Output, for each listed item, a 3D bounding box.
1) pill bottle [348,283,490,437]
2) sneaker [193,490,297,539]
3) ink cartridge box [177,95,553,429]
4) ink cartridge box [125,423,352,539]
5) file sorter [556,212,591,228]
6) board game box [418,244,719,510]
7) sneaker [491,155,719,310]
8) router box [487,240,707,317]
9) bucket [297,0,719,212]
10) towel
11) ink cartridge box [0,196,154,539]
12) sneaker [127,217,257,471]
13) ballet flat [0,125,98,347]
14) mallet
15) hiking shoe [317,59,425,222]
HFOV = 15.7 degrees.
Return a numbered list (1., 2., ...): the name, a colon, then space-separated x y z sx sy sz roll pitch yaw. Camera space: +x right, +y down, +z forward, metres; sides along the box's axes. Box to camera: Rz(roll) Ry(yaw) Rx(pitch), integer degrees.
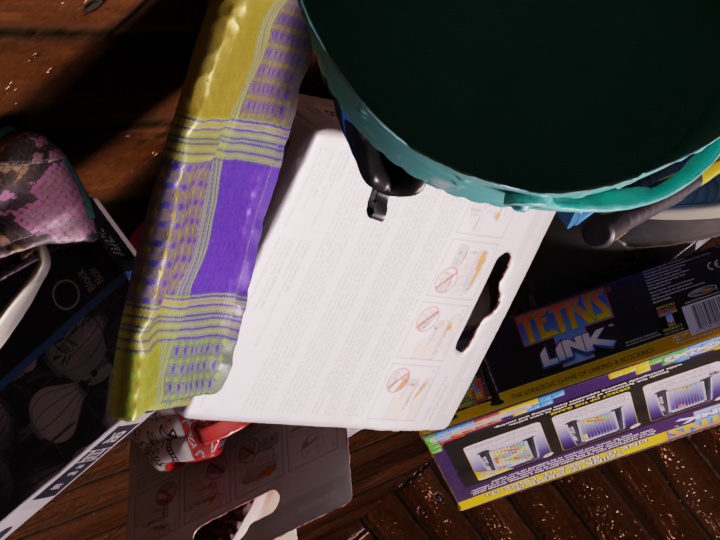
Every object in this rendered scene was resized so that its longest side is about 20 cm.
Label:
1. pill bottle: -0.022 0.045 1.576 0.200 0.112 0.111 -33 174 28
2. sneaker: -0.062 0.188 1.431 0.070 0.093 0.200 -28 -153 28
3. ink cartridge box: 0.000 0.000 1.320 0.199 0.047 0.161 6 115 -48
4. ink cartridge box: -0.056 0.084 1.452 0.160 0.201 0.047 -29 134 27
5. file sorter: 0.137 -0.131 1.362 0.139 0.123 0.200 -36 170 -9
6. board game box: 0.133 0.066 1.535 0.199 0.057 0.165 -19 159 3
7. sneaker: 0.152 -0.029 1.506 0.199 0.106 0.075 2 -130 32
8. router box: 0.129 -0.053 1.612 0.200 0.157 0.052 -38 171 1
9. bucket: 0.069 -0.118 0.953 0.207 0.208 0.135 -37 176 -5
10. towel: -0.058 -0.035 1.101 0.144 0.023 0.201 4 102 -79
11. ink cartridge box: -0.172 0.065 1.218 0.200 0.100 0.039 -41 170 15
12. sneaker: -0.081 0.029 1.363 0.067 0.108 0.201 -30 168 -40
13. ballet flat: -0.189 0.025 1.048 0.200 0.071 0.069 -38 172 3
14. mallet: 0.165 -0.047 1.343 0.200 0.041 0.066 -26 -171 -42
15. hiking shoe: 0.041 -0.111 1.104 0.074 0.087 0.200 0 145 -18
